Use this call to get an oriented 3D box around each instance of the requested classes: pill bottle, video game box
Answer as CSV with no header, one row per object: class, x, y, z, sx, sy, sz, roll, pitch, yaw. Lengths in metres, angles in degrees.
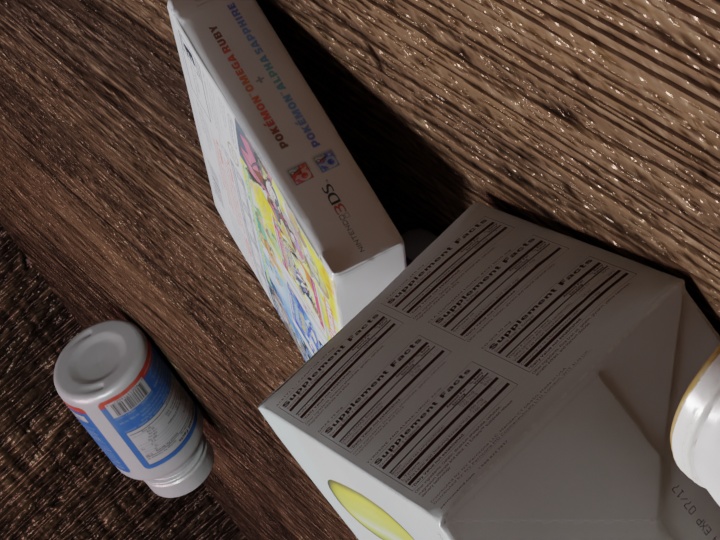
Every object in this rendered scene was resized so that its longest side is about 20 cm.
pill bottle,-0.236,0.154,3.010,0.112,0.112,0.200,38,165,45
video game box,-0.030,-0.025,1.422,0.200,0.047,0.183,81,162,-61

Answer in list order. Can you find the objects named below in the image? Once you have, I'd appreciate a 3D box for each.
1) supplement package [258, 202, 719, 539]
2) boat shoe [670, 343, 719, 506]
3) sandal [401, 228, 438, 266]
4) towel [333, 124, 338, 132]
supplement package,0.093,0.100,1.237,0.191,0.147,0.200,52,169,-23
boat shoe,0.171,0.076,1.047,0.069,0.071,0.200,41,177,30
sandal,0.079,0.062,1.433,0.203,0.050,0.083,45,170,26
towel,0.000,0.000,1.528,0.147,0.022,0.200,64,171,3
